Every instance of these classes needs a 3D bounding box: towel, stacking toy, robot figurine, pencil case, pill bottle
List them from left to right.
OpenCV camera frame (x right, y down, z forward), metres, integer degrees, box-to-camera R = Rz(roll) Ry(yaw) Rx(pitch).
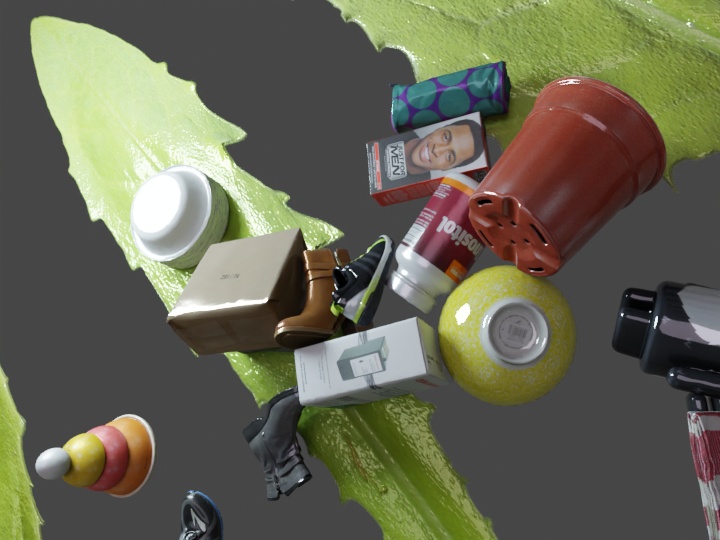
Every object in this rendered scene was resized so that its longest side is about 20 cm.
[{"bbox_3d":[-0.470,0.326,0.967,0.144,0.200,0.149,-6,73,21],"label":"stacking toy"},{"bbox_3d":[0.127,-0.038,0.854,0.112,0.113,0.201,34,92,27],"label":"pill bottle"},{"bbox_3d":[0.148,-0.287,0.927,0.197,0.092,0.086,-5,107,21],"label":"pencil case"},{"bbox_3d":[0.423,0.082,0.685,0.198,0.125,0.152,14,81,26],"label":"robot figurine"},{"bbox_3d":[0.450,0.264,0.633,0.142,0.023,0.203,5,71,-19],"label":"towel"}]

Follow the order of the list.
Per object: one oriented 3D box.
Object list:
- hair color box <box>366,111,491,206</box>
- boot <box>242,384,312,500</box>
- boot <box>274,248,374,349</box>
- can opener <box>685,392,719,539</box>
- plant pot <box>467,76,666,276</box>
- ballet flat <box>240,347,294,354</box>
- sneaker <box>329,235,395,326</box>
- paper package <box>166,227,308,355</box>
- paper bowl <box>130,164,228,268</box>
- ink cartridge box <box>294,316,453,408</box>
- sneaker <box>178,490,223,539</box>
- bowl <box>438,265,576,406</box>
[{"bbox_3d":[0.113,-0.182,0.928,0.197,0.061,0.103,-11,71,20],"label":"hair color box"},{"bbox_3d":[-0.107,0.272,0.879,0.200,0.069,0.133,-51,59,39],"label":"boot"},{"bbox_3d":[-0.070,0.039,0.881,0.073,0.198,0.157,-30,69,37],"label":"boot"},{"bbox_3d":[0.438,0.249,0.666,0.053,0.067,0.203,-8,76,20],"label":"can opener"},{"bbox_3d":[0.258,-0.112,0.739,0.200,0.201,0.195,37,74,27],"label":"plant pot"},{"bbox_3d":[-0.147,0.109,0.961,0.197,0.064,0.068,-13,74,20],"label":"ballet flat"},{"bbox_3d":[0.000,0.000,0.865,0.082,0.201,0.072,21,127,-2],"label":"sneaker"},{"bbox_3d":[-0.189,0.034,0.937,0.197,0.104,0.192,-9,40,23],"label":"paper package"},{"bbox_3d":[-0.369,-0.113,1.096,0.198,0.104,0.204,-7,72,22],"label":"paper bowl"},{"bbox_3d":[0.023,0.145,0.832,0.197,0.146,0.085,-17,69,18],"label":"ink cartridge box"},{"bbox_3d":[-0.275,0.470,0.909,0.070,0.083,0.203,-6,73,21],"label":"sneaker"},{"bbox_3d":[0.206,0.087,0.759,0.197,0.108,0.204,-1,83,6],"label":"bowl"}]
